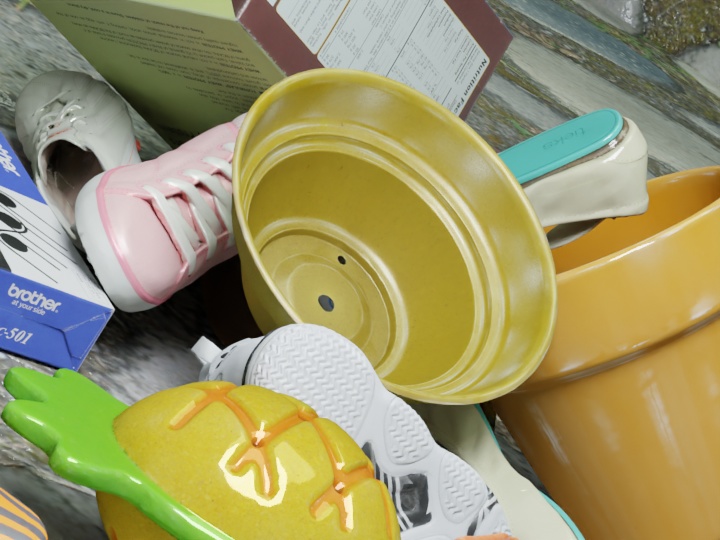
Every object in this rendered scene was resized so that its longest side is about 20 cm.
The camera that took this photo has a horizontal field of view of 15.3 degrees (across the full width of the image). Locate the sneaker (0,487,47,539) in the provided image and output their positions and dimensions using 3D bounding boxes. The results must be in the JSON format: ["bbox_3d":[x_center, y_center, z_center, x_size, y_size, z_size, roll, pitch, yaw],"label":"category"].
[{"bbox_3d":[-0.200,0.049,1.070,0.199,0.112,0.078,27,16,-16],"label":"sneaker"}]

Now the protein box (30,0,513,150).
[{"bbox_3d":[-0.056,-0.155,1.572,0.198,0.135,0.200,15,-23,42],"label":"protein box"}]

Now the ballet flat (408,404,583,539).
[{"bbox_3d":[0.058,0.129,1.407,0.069,0.070,0.200,21,17,-32],"label":"ballet flat"}]

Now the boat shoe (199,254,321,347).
[{"bbox_3d":[-0.060,-0.006,1.578,0.070,0.071,0.200,24,21,-34],"label":"boat shoe"}]

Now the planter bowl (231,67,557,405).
[{"bbox_3d":[0.000,0.000,1.404,0.200,0.083,0.201,20,50,-25],"label":"planter bowl"}]

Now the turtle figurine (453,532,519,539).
[{"bbox_3d":[0.095,0.203,1.229,0.161,0.064,0.200,50,-4,30],"label":"turtle figurine"}]

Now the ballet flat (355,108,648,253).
[{"bbox_3d":[0.068,-0.031,1.496,0.069,0.199,0.070,-15,90,-75],"label":"ballet flat"}]

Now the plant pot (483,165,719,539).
[{"bbox_3d":[0.159,0.062,1.534,0.200,0.199,0.184,-57,126,-75],"label":"plant pot"}]

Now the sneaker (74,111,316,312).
[{"bbox_3d":[-0.080,-0.041,1.450,0.076,0.104,0.200,63,18,-4],"label":"sneaker"}]

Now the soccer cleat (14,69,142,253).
[{"bbox_3d":[-0.166,-0.068,1.574,0.077,0.069,0.200,35,13,-41],"label":"soccer cleat"}]

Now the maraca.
[{"bbox_3d":[-0.068,0.097,1.182,0.199,0.107,0.137,28,9,-14],"label":"maraca"}]

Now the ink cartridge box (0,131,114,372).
[{"bbox_3d":[-0.209,-0.027,1.415,0.094,0.044,0.200,22,18,-36],"label":"ink cartridge box"}]

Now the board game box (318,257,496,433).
[{"bbox_3d":[0.033,0.035,1.602,0.135,0.034,0.200,56,13,-10],"label":"board game box"}]

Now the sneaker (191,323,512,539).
[{"bbox_3d":[-0.007,0.103,1.322,0.200,0.075,0.115,52,-21,-23],"label":"sneaker"}]
